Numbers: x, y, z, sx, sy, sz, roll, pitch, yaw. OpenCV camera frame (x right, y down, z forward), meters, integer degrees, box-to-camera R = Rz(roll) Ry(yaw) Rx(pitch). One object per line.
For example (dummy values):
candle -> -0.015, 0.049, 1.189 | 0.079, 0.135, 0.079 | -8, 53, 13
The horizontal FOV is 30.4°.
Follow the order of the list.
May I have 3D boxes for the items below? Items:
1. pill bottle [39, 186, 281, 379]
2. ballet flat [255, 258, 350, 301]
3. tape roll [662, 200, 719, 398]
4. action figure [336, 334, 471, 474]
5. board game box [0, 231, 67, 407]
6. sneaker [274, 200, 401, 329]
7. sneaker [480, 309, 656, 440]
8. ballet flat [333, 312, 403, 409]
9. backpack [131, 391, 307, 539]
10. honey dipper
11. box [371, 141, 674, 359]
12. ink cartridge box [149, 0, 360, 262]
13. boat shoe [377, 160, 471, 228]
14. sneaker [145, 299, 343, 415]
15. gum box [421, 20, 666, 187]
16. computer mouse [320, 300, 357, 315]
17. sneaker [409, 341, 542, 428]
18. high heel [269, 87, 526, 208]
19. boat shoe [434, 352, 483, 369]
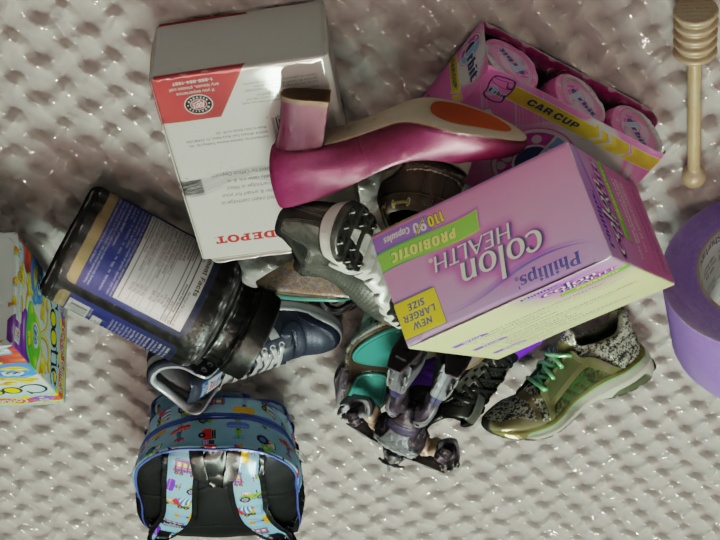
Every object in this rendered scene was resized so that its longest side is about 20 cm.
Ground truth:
pill bottle -> -0.178, 0.017, 1.199 | 0.199, 0.112, 0.112 | 29, 127, -12
ballet flat -> 0.000, 0.000, 1.243 | 0.199, 0.068, 0.068 | 6, 99, 10
tape roll -> 0.377, 0.023, 1.199 | 0.199, 0.201, 0.085 | -14, 134, 10
action figure -> 0.045, 0.137, 1.275 | 0.129, 0.070, 0.201 | 17, 138, 2
board game box -> -0.337, 0.051, 1.200 | 0.104, 0.104, 0.200 | -3, 161, 0
sneaker -> -0.010, -0.010, 1.128 | 0.090, 0.067, 0.200 | 14, 163, 29
sneaker -> 0.201, 0.099, 1.336 | 0.199, 0.077, 0.089 | -27, 114, -18
ballet flat -> 0.014, 0.077, 1.314 | 0.072, 0.072, 0.201 | 9, 146, -11
backpack -> -0.145, 0.191, 1.352 | 0.181, 0.135, 0.200 | 1, 147, -1
honey dipper -> 0.288, -0.145, 1.148 | 0.038, 0.038, 0.201 | -8, 136, 5
box -> 0.136, -0.008, 1.075 | 0.175, 0.097, 0.200 | -25, 164, 22
ink cartridge box -> -0.084, -0.114, 1.122 | 0.146, 0.083, 0.201 | -7, 134, 3
boat shoe -> 0.049, -0.052, 1.145 | 0.071, 0.060, 0.200 | 18, 166, -4
sneaker -> -0.115, 0.085, 1.294 | 0.199, 0.109, 0.070 | 5, 134, -7
gum box -> 0.156, -0.115, 1.145 | 0.199, 0.066, 0.114 | 23, 130, -23
computer mouse -> 0.044, -0.007, 1.272 | 0.199, 0.034, 0.059 | -21, 109, 26
sneaker -> 0.117, 0.106, 1.333 | 0.200, 0.100, 0.069 | -32, 130, 26
high heel -> 0.028, -0.086, 1.044 | 0.199, 0.067, 0.097 | 9, 117, 8
boat shoe -> 0.143, 0.010, 1.270 | 0.072, 0.065, 0.200 | 40, 103, -19
